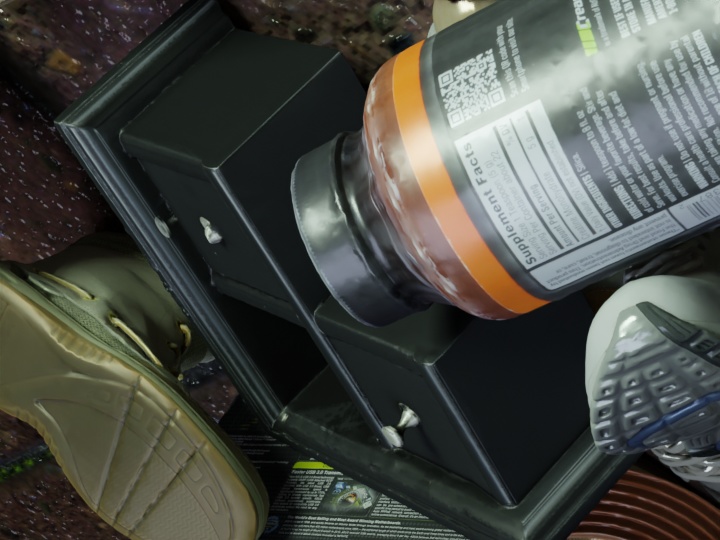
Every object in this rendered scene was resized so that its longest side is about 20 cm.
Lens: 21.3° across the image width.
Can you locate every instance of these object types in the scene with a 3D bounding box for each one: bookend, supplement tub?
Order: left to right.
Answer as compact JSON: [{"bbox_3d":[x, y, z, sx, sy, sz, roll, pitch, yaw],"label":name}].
[{"bbox_3d":[0.000,0.000,0.800,0.199,0.092,0.199,20,148,51],"label":"bookend"},{"bbox_3d":[0.075,-0.050,0.672,0.199,0.107,0.107,-25,119,23],"label":"supplement tub"}]

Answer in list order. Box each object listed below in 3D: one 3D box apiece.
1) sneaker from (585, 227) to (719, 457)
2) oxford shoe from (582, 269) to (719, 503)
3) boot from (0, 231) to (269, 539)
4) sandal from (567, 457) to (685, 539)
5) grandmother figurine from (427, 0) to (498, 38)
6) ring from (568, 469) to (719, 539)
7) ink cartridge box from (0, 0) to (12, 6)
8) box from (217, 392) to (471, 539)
[{"bbox_3d":[0.123,0.022,0.726,0.074,0.088,0.200,-21,165,17],"label":"sneaker"},{"bbox_3d":[0.150,0.067,0.853,0.075,0.058,0.200,-11,128,40],"label":"oxford shoe"},{"bbox_3d":[-0.099,0.053,0.931,0.200,0.154,0.072,38,111,15],"label":"boot"},{"bbox_3d":[0.143,0.144,0.952,0.199,0.054,0.080,31,145,1],"label":"sandal"},{"bbox_3d":[0.022,-0.143,0.704,0.121,0.061,0.200,33,160,51],"label":"grandmother figurine"},{"bbox_3d":[0.095,0.178,0.845,0.199,0.201,0.019,16,156,21],"label":"ring"},{"bbox_3d":[-0.160,-0.195,0.758,0.199,0.075,0.165,-14,126,45],"label":"ink cartridge box"},{"bbox_3d":[0.007,0.097,0.907,0.199,0.161,0.044,-3,131,38],"label":"box"}]
